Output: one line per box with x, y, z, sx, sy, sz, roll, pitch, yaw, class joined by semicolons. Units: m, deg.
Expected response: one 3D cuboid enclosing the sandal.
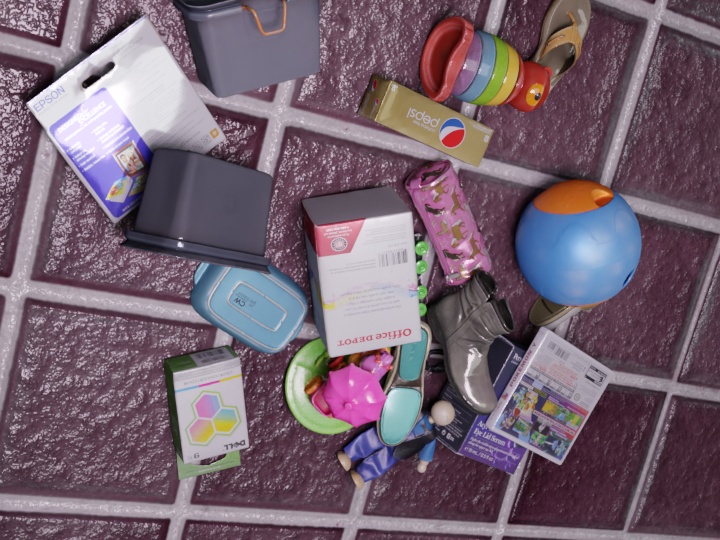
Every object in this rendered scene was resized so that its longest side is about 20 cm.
0.309;-0.343;1.649;0.080;0.054;0.202;27;94;-29;sandal

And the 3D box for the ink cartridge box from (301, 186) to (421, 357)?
0.000;0.000;1.541;0.143;0.145;0.203;-8;110;-9;ink cartridge box

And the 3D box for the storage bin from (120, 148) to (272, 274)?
-0.211;-0.080;1.406;0.199;0.144;0.137;13;88;-52;storage bin

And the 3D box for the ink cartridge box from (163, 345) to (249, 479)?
-0.226;0.222;1.561;0.102;0.059;0.204;-11;110;-23;ink cartridge box

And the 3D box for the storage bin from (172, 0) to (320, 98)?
-0.137;-0.317;1.401;0.197;0.146;0.136;-19;123;-19;storage bin

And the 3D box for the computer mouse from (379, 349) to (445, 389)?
0.078;0.174;1.710;0.197;0.034;0.060;-19;112;-20;computer mouse

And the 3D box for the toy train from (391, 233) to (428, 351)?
0.075;0.040;1.665;0.055;0.042;0.204;-3;107;-15;toy train

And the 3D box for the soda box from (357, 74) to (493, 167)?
0.098;-0.223;1.576;0.198;0.068;0.065;19;98;-29;soda box

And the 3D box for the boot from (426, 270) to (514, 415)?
0.186;0.112;1.615;0.067;0.130;0.203;-12;74;-47;boot

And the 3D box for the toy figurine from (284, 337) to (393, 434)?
-0.002;0.161;1.563;0.200;0.184;0.150;-45;103;-14;toy figurine

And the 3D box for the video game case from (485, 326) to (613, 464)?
0.312;0.208;1.721;0.199;0.023;0.184;30;91;-39;video game case

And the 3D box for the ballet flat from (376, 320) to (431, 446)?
0.069;0.173;1.650;0.069;0.069;0.203;12;100;-28;ballet flat

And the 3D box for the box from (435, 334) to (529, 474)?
0.224;0.213;1.745;0.147;0.104;0.202;24;95;-36;box

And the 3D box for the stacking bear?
0.198;-0.294;1.575;0.197;0.114;0.123;14;109;-26;stacking bear

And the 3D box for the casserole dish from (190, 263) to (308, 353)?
-0.158;0.048;1.554;0.199;0.039;0.122;36;88;-29;casserole dish

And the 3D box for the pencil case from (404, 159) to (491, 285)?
0.137;-0.073;1.635;0.082;0.087;0.202;-18;116;13;pencil case

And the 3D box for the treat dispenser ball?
0.345;-0.042;1.676;0.198;0.201;0.204;-8;109;-23;treat dispenser ball

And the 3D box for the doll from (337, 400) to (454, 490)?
0.066;0.273;1.696;0.198;0.048;0.137;-33;102;2;doll

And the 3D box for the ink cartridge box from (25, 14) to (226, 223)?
-0.309;-0.201;1.398;0.197;0.043;0.201;-38;120;-11;ink cartridge box

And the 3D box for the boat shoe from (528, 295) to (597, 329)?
0.377;0.038;1.788;0.199;0.075;0.069;-41;127;1;boat shoe
